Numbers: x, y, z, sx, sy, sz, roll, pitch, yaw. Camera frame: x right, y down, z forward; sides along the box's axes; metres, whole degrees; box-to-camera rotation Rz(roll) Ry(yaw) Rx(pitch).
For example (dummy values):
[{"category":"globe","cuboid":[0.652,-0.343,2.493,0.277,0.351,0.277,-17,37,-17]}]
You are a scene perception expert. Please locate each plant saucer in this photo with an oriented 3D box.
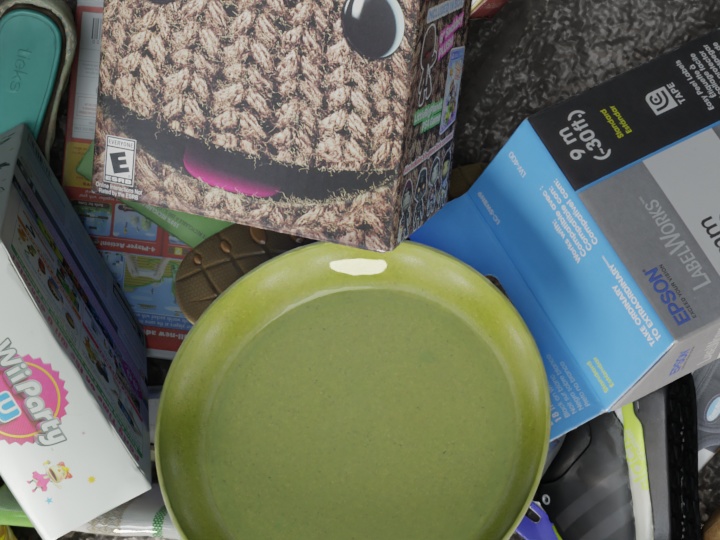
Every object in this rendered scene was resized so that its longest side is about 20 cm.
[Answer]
[{"category":"plant saucer","cuboid":[-0.003,0.080,1.022,0.200,0.031,0.200,-5,68,11]}]

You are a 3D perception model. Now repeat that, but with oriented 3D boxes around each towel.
[{"category":"towel","cuboid":[-0.085,0.116,1.109,0.200,0.149,0.031,3,96,9]}]

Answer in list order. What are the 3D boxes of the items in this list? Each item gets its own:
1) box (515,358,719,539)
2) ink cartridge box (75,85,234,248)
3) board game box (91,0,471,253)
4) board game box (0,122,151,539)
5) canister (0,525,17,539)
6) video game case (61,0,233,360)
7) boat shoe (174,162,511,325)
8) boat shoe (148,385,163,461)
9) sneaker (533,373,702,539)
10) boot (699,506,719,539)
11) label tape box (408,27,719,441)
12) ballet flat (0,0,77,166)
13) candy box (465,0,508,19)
[{"category":"box","cuboid":[0.143,0.067,1.126,0.119,0.041,0.200,40,98,3]},{"category":"ink cartridge box","cuboid":[-0.072,-0.110,1.111,0.104,0.059,0.200,32,99,3]},{"category":"board game box","cuboid":[-0.034,-0.128,0.998,0.159,0.097,0.200,11,109,15]},{"category":"board game box","cuboid":[-0.167,0.026,1.048,0.064,0.200,0.148,-28,109,3]},{"category":"canister","cuboid":[-0.255,0.123,1.137,0.087,0.149,0.200,-31,88,-17]},{"category":"video game case","cuboid":[-0.099,-0.049,1.160,0.143,0.017,0.200,7,97,7]},{"category":"boat shoe","cuboid":[0.000,-0.001,1.118,0.200,0.068,0.072,-15,70,3]},{"category":"boat shoe","cuboid":[-0.060,0.068,1.129,0.200,0.075,0.068,0,101,14]},{"category":"sneaker","cuboid":[0.134,0.133,1.089,0.083,0.072,0.200,0,88,27]},{"category":"boot","cuboid":[0.276,0.175,1.089,0.200,0.074,0.075,21,143,5]},{"category":"label tape box","cuboid":[0.144,-0.021,1.045,0.200,0.063,0.144,-26,69,-16]},{"category":"ballet flat","cuboid":[-0.200,-0.064,1.154,0.067,0.062,0.200,22,105,-6]},{"category":"candy box","cuboid":[0.008,-0.217,1.078,0.200,0.117,0.056,45,102,1]}]
